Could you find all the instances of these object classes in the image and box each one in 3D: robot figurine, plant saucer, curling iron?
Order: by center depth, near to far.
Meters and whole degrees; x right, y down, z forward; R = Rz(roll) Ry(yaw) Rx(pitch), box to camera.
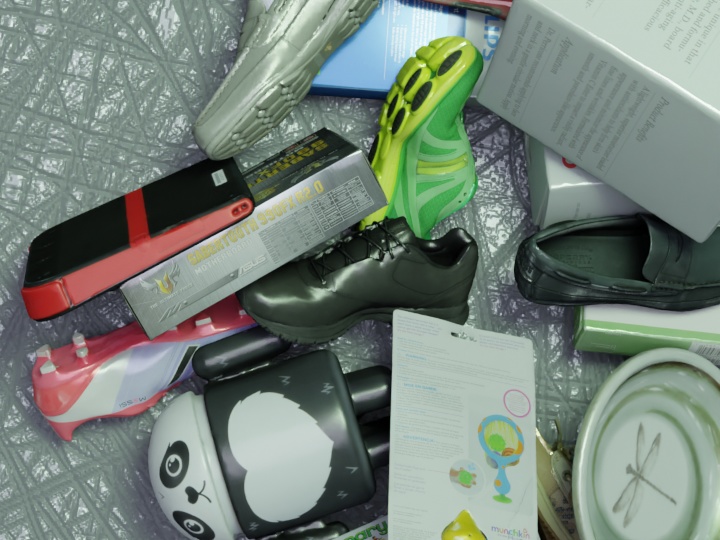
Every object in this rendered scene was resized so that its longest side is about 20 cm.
[{"bbox_3d":[0.119,-0.209,1.248,0.199,0.026,0.050,15,84,5],"label":"curling iron"},{"bbox_3d":[-0.061,0.133,1.250,0.199,0.125,0.151,-17,57,-2],"label":"robot figurine"},{"bbox_3d":[0.221,0.159,1.254,0.199,0.050,0.201,3,86,-36],"label":"plant saucer"}]

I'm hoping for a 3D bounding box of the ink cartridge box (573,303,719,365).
[{"bbox_3d":[0.244,-0.030,1.305,0.145,0.048,0.201,6,65,-2],"label":"ink cartridge box"}]

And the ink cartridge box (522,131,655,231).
[{"bbox_3d":[0.227,-0.113,1.266,0.199,0.085,0.145,-5,66,0],"label":"ink cartridge box"}]

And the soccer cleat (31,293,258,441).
[{"bbox_3d":[-0.157,0.070,1.290,0.199,0.067,0.077,-19,120,-7],"label":"soccer cleat"}]

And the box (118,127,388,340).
[{"bbox_3d":[-0.088,-0.032,1.234,0.199,0.158,0.049,-30,104,-3],"label":"box"}]

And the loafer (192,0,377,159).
[{"bbox_3d":[-0.060,-0.171,1.229,0.070,0.070,0.200,39,85,14],"label":"loafer"}]

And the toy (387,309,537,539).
[{"bbox_3d":[0.069,0.134,1.208,0.115,0.047,0.201,13,53,-17],"label":"toy"}]

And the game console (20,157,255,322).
[{"bbox_3d":[-0.164,-0.028,1.219,0.176,0.200,0.031,-24,106,-3],"label":"game console"}]

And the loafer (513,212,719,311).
[{"bbox_3d":[0.214,-0.009,1.231,0.199,0.070,0.068,-3,66,-6],"label":"loafer"}]

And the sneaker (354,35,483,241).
[{"bbox_3d":[0.055,-0.094,1.261,0.083,0.074,0.201,10,130,-16],"label":"sneaker"}]

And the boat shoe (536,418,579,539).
[{"bbox_3d":[0.160,0.182,1.287,0.062,0.073,0.201,-31,101,-10],"label":"boat shoe"}]

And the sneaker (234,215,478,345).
[{"bbox_3d":[0.000,0.000,1.245,0.199,0.076,0.091,-4,131,-29],"label":"sneaker"}]

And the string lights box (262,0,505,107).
[{"bbox_3d":[0.014,-0.187,1.296,0.199,0.059,0.103,4,89,-1],"label":"string lights box"}]

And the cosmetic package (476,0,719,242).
[{"bbox_3d":[0.214,-0.159,1.141,0.199,0.165,0.165,33,70,5],"label":"cosmetic package"}]

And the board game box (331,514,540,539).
[{"bbox_3d":[0.042,0.237,1.262,0.199,0.035,0.127,-23,127,-2],"label":"board game box"}]
